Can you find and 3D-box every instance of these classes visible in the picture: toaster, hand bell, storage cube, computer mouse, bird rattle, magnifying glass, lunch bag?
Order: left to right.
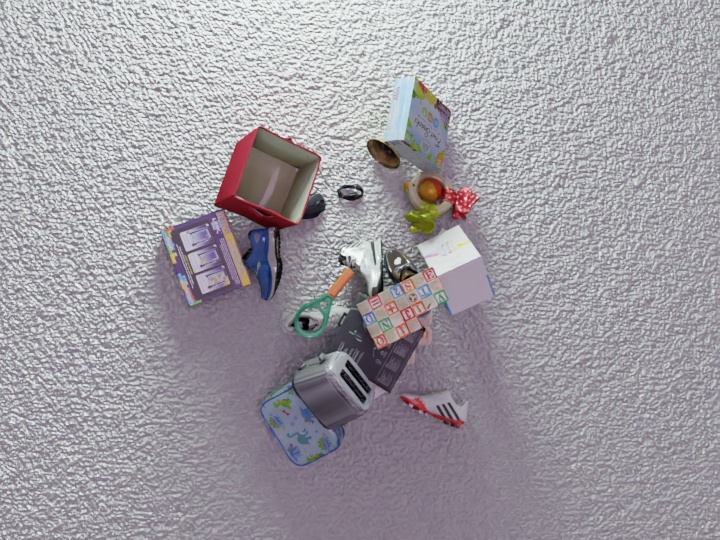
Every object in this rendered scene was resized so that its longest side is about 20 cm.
[{"bbox_3d":[-0.222,-0.212,1.523,0.170,0.179,0.201,22,78,-25],"label":"storage cube"},{"bbox_3d":[-0.147,0.375,1.596,0.160,0.082,0.201,-31,95,12],"label":"lunch bag"},{"bbox_3d":[-0.086,0.078,1.567,0.079,0.022,0.200,39,92,-11],"label":"magnifying glass"},{"bbox_3d":[-0.084,-0.180,1.650,0.199,0.034,0.059,-20,93,-12],"label":"computer mouse"},{"bbox_3d":[-0.057,0.286,1.512,0.129,0.114,0.201,-28,104,33],"label":"toaster"},{"bbox_3d":[0.114,-0.373,1.678,0.104,0.104,0.200,40,70,-9],"label":"hand bell"},{"bbox_3d":[0.202,-0.192,1.681,0.199,0.113,0.164,-28,79,-13],"label":"bird rattle"}]

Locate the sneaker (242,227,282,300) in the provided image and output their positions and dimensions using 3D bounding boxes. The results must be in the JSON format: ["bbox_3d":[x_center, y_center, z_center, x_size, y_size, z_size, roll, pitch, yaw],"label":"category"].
[{"bbox_3d":[-0.242,-0.018,1.578,0.088,0.079,0.201,5,119,6],"label":"sneaker"}]

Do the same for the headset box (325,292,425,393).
[{"bbox_3d":[0.033,0.170,1.575,0.199,0.093,0.175,29,93,7],"label":"headset box"}]

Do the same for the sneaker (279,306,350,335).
[{"bbox_3d":[-0.102,0.132,1.624,0.198,0.081,0.076,-6,89,-13],"label":"sneaker"}]

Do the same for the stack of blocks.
[{"bbox_3d":[0.106,0.088,1.492,0.199,0.059,0.116,-27,84,4],"label":"stack of blocks"}]

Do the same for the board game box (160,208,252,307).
[{"bbox_3d":[-0.379,-0.032,1.577,0.164,0.057,0.201,-20,94,-13],"label":"board game box"}]

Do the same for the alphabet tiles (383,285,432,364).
[{"bbox_3d":[0.083,0.137,1.624,0.198,0.015,0.197,1,90,8],"label":"alphabet tiles"}]

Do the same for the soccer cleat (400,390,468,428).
[{"bbox_3d":[0.198,0.350,1.697,0.199,0.069,0.086,24,76,-14],"label":"soccer cleat"}]

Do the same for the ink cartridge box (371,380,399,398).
[{"bbox_3d":[-0.022,0.273,1.662,0.199,0.050,0.163,-30,95,-17],"label":"ink cartridge box"}]

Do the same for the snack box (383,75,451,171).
[{"bbox_3d":[0.148,-0.365,1.618,0.200,0.067,0.170,24,74,-51],"label":"snack box"}]

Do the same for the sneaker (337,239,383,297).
[{"bbox_3d":[0.000,0.000,1.611,0.114,0.201,0.076,-2,131,2],"label":"sneaker"}]

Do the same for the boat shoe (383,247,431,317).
[{"bbox_3d":[0.119,0.017,1.582,0.072,0.072,0.201,-29,66,-6],"label":"boat shoe"}]

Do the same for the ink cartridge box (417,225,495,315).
[{"bbox_3d":[0.237,-0.008,1.630,0.125,0.200,0.129,-25,120,3],"label":"ink cartridge box"}]

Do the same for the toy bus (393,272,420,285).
[{"bbox_3d":[0.122,0.105,1.670,0.065,0.078,0.202,1,90,-12],"label":"toy bus"}]
